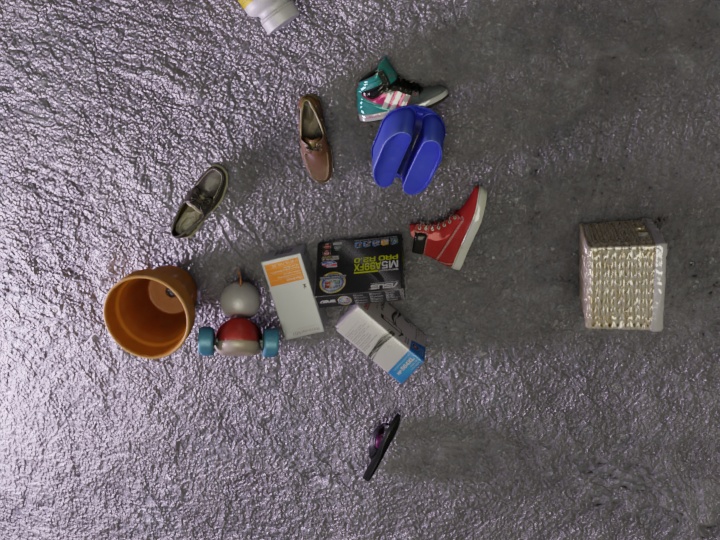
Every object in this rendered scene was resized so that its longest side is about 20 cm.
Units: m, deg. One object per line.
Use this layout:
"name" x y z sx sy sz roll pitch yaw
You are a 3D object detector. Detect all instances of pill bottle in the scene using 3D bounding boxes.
"pill bottle" -0.211 -0.593 1.591 0.111 0.111 0.201 -30 103 15

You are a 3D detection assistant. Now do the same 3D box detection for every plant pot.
"plant pot" -0.467 0.075 1.810 0.198 0.183 0.202 2 110 6

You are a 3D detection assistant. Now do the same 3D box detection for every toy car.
"toy car" -0.284 0.100 1.839 0.183 0.177 0.202 3 81 -8

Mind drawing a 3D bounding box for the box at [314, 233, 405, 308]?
"box" 0.000 0.000 1.748 0.198 0.161 0.044 -5 140 9

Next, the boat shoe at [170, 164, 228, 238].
"boat shoe" -0.370 -0.151 1.784 0.073 0.065 0.201 32 108 -4

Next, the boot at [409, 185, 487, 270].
"boot" 0.191 -0.112 1.737 0.143 0.072 0.201 21 113 0

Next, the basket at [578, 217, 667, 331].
"basket" 0.558 0.009 1.673 0.159 0.198 0.202 -2 109 11

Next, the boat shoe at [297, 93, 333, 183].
"boat shoe" -0.106 -0.284 1.709 0.071 0.068 0.202 -10 109 8

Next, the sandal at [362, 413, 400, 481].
"sandal" 0.042 0.437 1.942 0.048 0.075 0.201 30 110 14

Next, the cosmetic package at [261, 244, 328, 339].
"cosmetic package" -0.153 0.051 1.828 0.101 0.071 0.201 -14 107 10

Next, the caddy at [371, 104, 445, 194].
"caddy" 0.100 -0.260 1.659 0.140 0.106 0.201 15 138 -10

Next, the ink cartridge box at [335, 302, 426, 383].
"ink cartridge box" 0.051 0.143 1.797 0.200 0.146 0.084 41 110 -9

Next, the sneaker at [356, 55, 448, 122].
"sneaker" 0.079 -0.396 1.647 0.198 0.084 0.122 -11 117 11
